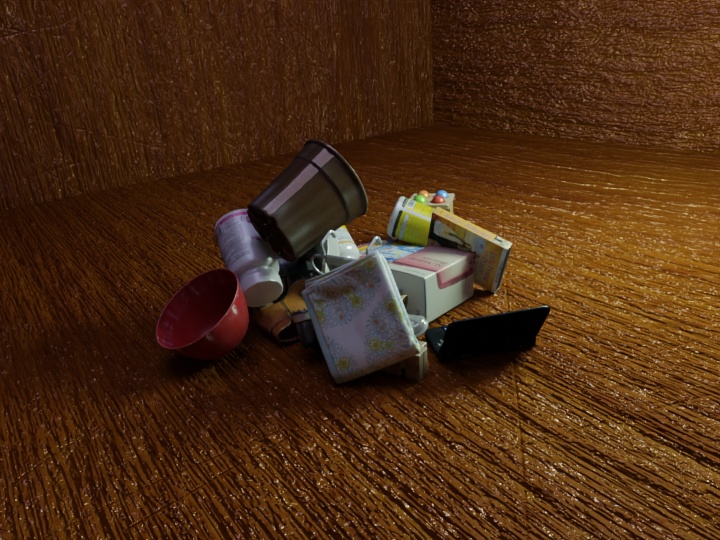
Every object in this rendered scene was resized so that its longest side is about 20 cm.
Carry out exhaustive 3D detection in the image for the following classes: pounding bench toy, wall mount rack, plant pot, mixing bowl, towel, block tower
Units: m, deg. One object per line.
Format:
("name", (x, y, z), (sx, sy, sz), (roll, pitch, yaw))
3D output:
("pounding bench toy", (0.169, -0.149, 1.734), (0.197, 0.158, 0.124), (2, 22, 17))
("wall mount rack", (0.000, 0.000, 1.233), (0.198, 0.175, 0.075), (10, 49, 32))
("plant pot", (-0.122, -0.138, 1.261), (0.198, 0.202, 0.199), (-42, 35, -19))
("mixing bowl", (-0.302, 0.106, 1.211), (0.198, 0.109, 0.202), (-21, 40, 18))
("towel", (-0.003, 0.085, 1.078), (0.170, 0.202, 0.048), (-23, -6, 18))
("block tower", (0.036, 0.154, 1.139), (0.198, 0.059, 0.054), (11, 26, 31))

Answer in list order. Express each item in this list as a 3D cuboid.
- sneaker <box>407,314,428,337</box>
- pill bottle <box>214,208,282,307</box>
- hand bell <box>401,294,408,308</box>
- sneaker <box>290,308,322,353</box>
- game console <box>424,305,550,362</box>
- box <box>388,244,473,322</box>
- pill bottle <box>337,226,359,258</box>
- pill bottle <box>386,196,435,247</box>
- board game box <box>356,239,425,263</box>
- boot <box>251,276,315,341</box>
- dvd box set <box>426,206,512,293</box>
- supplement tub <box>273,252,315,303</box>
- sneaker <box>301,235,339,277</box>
("sneaker", (0.028, 0.088, 1.117), (0.197, 0.083, 0.075), (3, 23, 17))
("pill bottle", (-0.246, -0.027, 1.320), (0.112, 0.114, 0.202), (-13, 58, -21))
("hand bell", (-0.011, 0.063, 1.234), (0.198, 0.105, 0.104), (22, 29, 16))
("sneaker", (-0.071, 0.125, 1.224), (0.066, 0.092, 0.199), (-15, -11, 27))
("game console", (0.237, 0.100, 1.149), (0.197, 0.118, 0.176), (-8, 22, -9))
("box", (0.154, 0.026, 1.351), (0.127, 0.111, 0.199), (14, 25, 39))
("pill bottle", (-0.068, -0.057, 1.464), (0.103, 0.105, 0.201), (-14, 54, -22))
("pill bottle", (0.180, -0.115, 1.611), (0.198, 0.114, 0.113), (22, 27, 8))
("board game box", (0.072, -0.024, 1.546), (0.194, 0.057, 0.199), (12, 20, 35))
("boot", (-0.131, 0.091, 1.317), (0.198, 0.075, 0.154), (-27, 28, -21))
("dvd box set", (0.249, -0.047, 1.399), (0.199, 0.147, 0.029), (30, 52, 23))
("supplement tub", (-0.206, 0.018, 1.440), (0.197, 0.124, 0.122), (-11, 22, -19))
("sneaker", (-0.103, -0.022, 1.374), (0.098, 0.203, 0.071), (-14, -19, 26))
